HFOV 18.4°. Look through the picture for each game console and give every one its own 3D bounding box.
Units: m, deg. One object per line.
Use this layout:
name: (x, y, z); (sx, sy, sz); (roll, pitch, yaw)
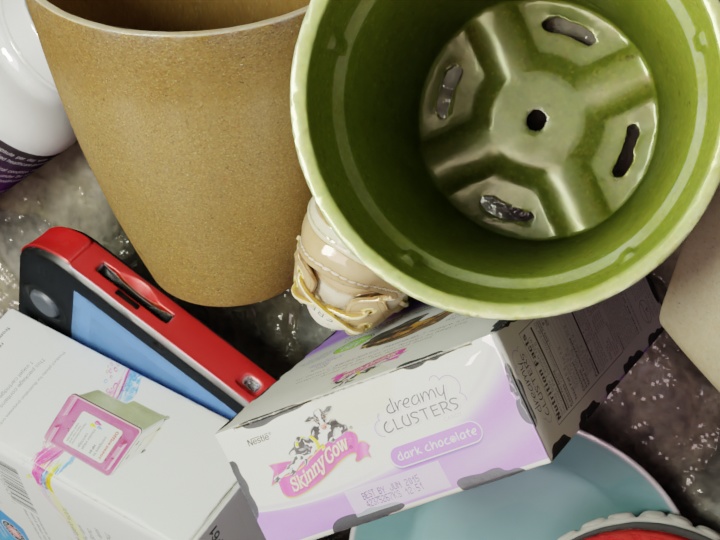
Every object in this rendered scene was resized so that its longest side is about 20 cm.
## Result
game console: (-0.117, 0.071, 1.277); (0.200, 0.031, 0.177); (37, 149, 9)

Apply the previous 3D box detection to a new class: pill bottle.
pill bottle: (-0.231, -0.093, 1.272); (0.200, 0.112, 0.113); (-30, 93, 29)

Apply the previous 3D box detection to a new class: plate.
plate: (0.092, 0.168, 1.251); (0.199, 0.026, 0.201); (5, 112, 12)

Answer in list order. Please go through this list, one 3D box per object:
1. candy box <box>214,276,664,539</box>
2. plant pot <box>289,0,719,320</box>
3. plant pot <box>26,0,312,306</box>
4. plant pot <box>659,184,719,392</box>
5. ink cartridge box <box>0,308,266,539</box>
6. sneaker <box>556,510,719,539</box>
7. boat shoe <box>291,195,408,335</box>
candy box: (0.046, 0.055, 1.145); (0.167, 0.200, 0.072); (-21, 99, 29)
plant pot: (0.080, -0.079, 1.075); (0.199, 0.184, 0.201); (0, 91, 9)
plant pot: (-0.076, -0.088, 1.182); (0.186, 0.187, 0.201); (13, 130, 20)
plant pot: (0.259, -0.008, 1.042); (0.177, 0.200, 0.201); (28, 117, 26)
ink cartridge box: (-0.132, 0.128, 1.264); (0.200, 0.085, 0.145); (26, 151, 30)
sneaker: (0.186, 0.182, 1.173); (0.199, 0.085, 0.077); (6, 111, 9)
boat shoe: (0.000, 0.000, 1.144); (0.074, 0.200, 0.069); (34, 97, 7)
